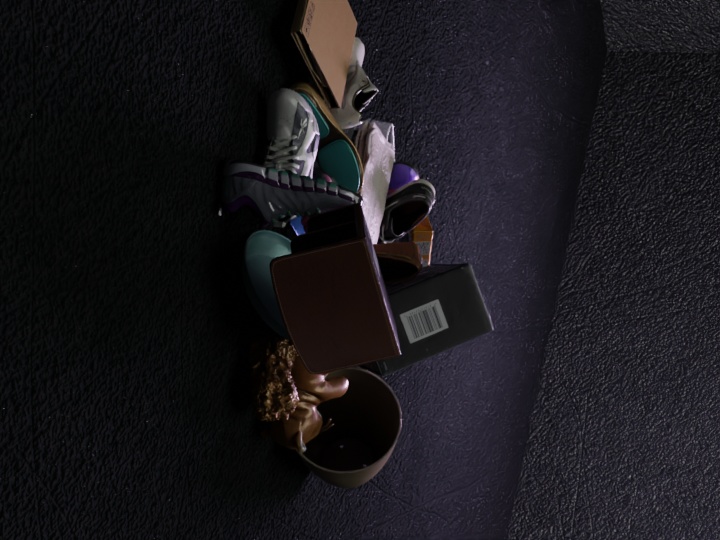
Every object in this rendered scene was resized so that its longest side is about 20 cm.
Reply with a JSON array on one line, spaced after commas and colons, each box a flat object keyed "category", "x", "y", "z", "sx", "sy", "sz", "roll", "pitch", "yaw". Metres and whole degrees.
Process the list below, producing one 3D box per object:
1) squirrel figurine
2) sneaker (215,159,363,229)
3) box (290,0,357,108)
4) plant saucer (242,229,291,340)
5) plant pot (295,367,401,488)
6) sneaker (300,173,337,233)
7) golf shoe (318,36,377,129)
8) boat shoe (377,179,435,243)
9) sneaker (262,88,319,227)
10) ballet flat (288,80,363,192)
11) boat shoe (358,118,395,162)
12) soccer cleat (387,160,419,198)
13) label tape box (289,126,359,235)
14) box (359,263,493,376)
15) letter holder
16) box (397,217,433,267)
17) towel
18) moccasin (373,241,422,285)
[{"category": "squirrel figurine", "x": -0.111, "y": 0.180, "z": 1.632, "sx": 0.200, "sy": 0.141, "sz": 0.187, "roll": 11, "pitch": 96, "yaw": -55}, {"category": "sneaker", "x": -0.099, "y": -0.092, "z": 1.489, "sx": 0.074, "sy": 0.200, "sz": 0.088, "roll": -158, "pitch": -99, "yaw": -82}, {"category": "box", "x": -0.053, "y": -0.376, "z": 1.654, "sx": 0.164, "sy": 0.021, "sz": 0.200, "roll": 60, "pitch": 30, "yaw": -47}, {"category": "plant saucer", "x": -0.109, "y": 0.033, "z": 1.570, "sx": 0.200, "sy": 0.036, "sz": 0.200, "roll": 40, "pitch": 29, "yaw": -27}, {"category": "plant pot", "x": -0.025, "y": 0.292, "z": 1.811, "sx": 0.200, "sy": 0.187, "sz": 0.187, "roll": 88, "pitch": 19, "yaw": -58}, {"category": "sneaker", "x": -0.027, "y": -0.055, "z": 1.663, "sx": 0.095, "sy": 0.079, "sz": 0.200, "roll": -7, "pitch": 78, "yaw": -49}, {"category": "golf shoe", "x": -0.010, "y": -0.304, "z": 1.754, "sx": 0.078, "sy": 0.097, "sz": 0.200, "roll": 63, "pitch": 37, "yaw": -52}, {"category": "boat shoe", "x": 0.044, "y": -0.080, "z": 1.851, "sx": 0.072, "sy": 0.200, "sz": 0.068, "roll": 41, "pitch": 28, "yaw": -28}, {"category": "sneaker", "x": -0.115, "y": -0.153, "z": 1.550, "sx": 0.130, "sy": 0.079, "sz": 0.199, "roll": -66, "pitch": 164, "yaw": -57}, {"category": "ballet flat", "x": -0.049, "y": -0.211, "z": 1.664, "sx": 0.200, "sy": 0.069, "sz": 0.063, "roll": 60, "pitch": 22, "yaw": -25}, {"category": "boat shoe", "x": 0.038, "y": -0.180, "z": 1.949, "sx": 0.074, "sy": 0.067, "sz": 0.200, "roll": -59, "pitch": 148, "yaw": -46}, {"category": "soccer cleat", "x": 0.046, "y": -0.113, "z": 1.898, "sx": 0.073, "sy": 0.068, "sz": 0.200, "roll": -61, "pitch": -177, "yaw": -41}, {"category": "label tape box", "x": -0.040, "y": -0.123, "z": 1.774, "sx": 0.144, "sy": 0.063, "sz": 0.200, "roll": 61, "pitch": 40, "yaw": -55}, {"category": "box", "x": 0.081, "y": 0.076, "z": 1.744, "sx": 0.198, "sy": 0.200, "sz": 0.123, "roll": -175, "pitch": -115, "yaw": -77}, {"category": "letter holder", "x": -0.039, "y": 0.030, "z": 1.482, "sx": 0.101, "sy": 0.142, "sz": 0.200, "roll": -97, "pitch": 171, "yaw": -59}, {"category": "box", "x": 0.095, "y": -0.021, "z": 1.968, "sx": 0.119, "sy": 0.041, "sz": 0.200, "roll": -105, "pitch": -162, "yaw": -54}, {"category": "towel", "x": 0.015, "y": -0.136, "z": 1.774, "sx": 0.133, "sy": 0.034, "sz": 0.200, "roll": 39, "pitch": 59, "yaw": -66}, {"category": "moccasin", "x": 0.000, "y": 0.002, "z": 1.724, "sx": 0.078, "sy": 0.201, "sz": 0.074, "roll": -78, "pitch": 165, "yaw": -62}]
